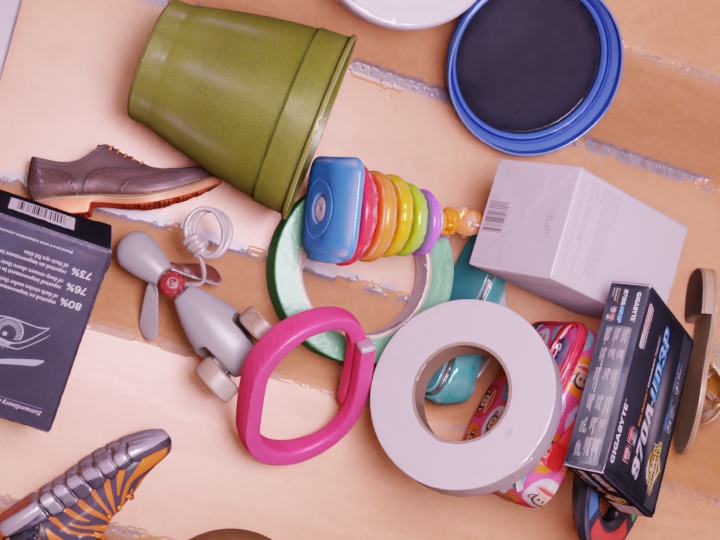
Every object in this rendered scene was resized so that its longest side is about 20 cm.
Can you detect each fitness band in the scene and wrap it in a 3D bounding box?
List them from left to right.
[{"bbox_3d":[-0.058,0.122,1.576,0.143,0.037,0.201,-15,136,-26],"label":"fitness band"}]

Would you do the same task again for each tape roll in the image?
[{"bbox_3d":[0.000,0.000,1.649,0.199,0.048,0.202,1,88,-15],"label":"tape roll"},{"bbox_3d":[0.108,0.130,1.572,0.201,0.037,0.204,-7,69,17],"label":"tape roll"}]

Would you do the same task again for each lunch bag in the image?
[{"bbox_3d":[0.196,0.153,1.628,0.082,0.176,0.201,32,79,-16],"label":"lunch bag"}]

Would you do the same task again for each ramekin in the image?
[{"bbox_3d":[0.042,-0.352,1.642,0.201,0.094,0.204,0,89,-10],"label":"ramekin"}]

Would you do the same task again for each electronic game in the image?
[{"bbox_3d":[0.281,0.213,1.662,0.041,0.200,0.201,13,83,29],"label":"electronic game"}]

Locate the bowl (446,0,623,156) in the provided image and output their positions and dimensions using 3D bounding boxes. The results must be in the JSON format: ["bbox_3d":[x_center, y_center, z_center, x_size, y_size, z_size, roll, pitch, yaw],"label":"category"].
[{"bbox_3d":[0.188,-0.227,1.675,0.199,0.039,0.202,-4,113,-10],"label":"bowl"}]

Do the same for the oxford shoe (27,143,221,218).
[{"bbox_3d":[-0.243,-0.098,1.578,0.198,0.071,0.074,-7,86,-14],"label":"oxford shoe"}]

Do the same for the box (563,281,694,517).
[{"bbox_3d":[0.278,0.133,1.565,0.159,0.046,0.201,42,61,-52],"label":"box"}]

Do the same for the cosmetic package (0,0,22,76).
[{"bbox_3d":[-0.388,-0.294,1.539,0.106,0.090,0.201,17,87,-14],"label":"cosmetic package"}]

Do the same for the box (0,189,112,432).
[{"bbox_3d":[-0.342,0.035,1.502,0.147,0.104,0.201,20,101,-14],"label":"box"}]

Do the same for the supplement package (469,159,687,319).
[{"bbox_3d":[0.235,-0.026,1.637,0.199,0.119,0.122,24,81,-41],"label":"supplement package"}]

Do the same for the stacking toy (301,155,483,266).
[{"bbox_3d":[0.044,-0.054,1.598,0.199,0.116,0.111,5,92,-29],"label":"stacking toy"}]

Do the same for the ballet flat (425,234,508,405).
[{"bbox_3d":[0.123,0.054,1.679,0.070,0.067,0.201,26,81,-37],"label":"ballet flat"}]

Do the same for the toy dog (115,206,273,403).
[{"bbox_3d":[-0.166,0.043,1.596,0.131,0.096,0.201,-24,81,-7],"label":"toy dog"}]

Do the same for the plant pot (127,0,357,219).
[{"bbox_3d":[-0.128,-0.181,1.562,0.192,0.200,0.202,21,83,-1],"label":"plant pot"}]

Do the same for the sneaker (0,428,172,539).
[{"bbox_3d":[-0.263,0.250,1.564,0.199,0.078,0.112,-32,100,-3],"label":"sneaker"}]

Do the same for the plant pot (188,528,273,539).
[{"bbox_3d":[-0.116,0.362,1.528,0.185,0.200,0.188,1,87,-15],"label":"plant pot"}]

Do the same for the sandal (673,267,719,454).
[{"bbox_3d":[0.406,0.106,1.737,0.069,0.078,0.213,8,81,-8],"label":"sandal"}]
